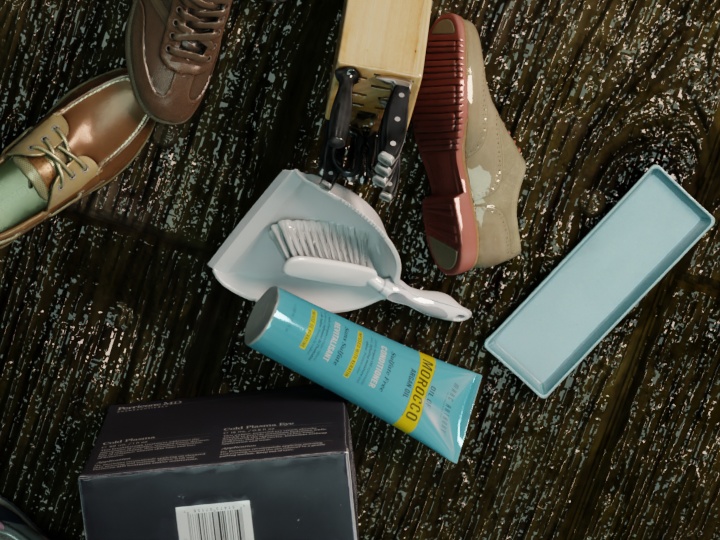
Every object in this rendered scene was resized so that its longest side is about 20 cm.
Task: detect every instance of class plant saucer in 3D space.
[{"bbox_3d":[0.190,0.008,1.384,0.070,0.019,0.200,42,99,-9],"label":"plant saucer"}]

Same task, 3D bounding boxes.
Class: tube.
[{"bbox_3d":[0.005,0.078,1.358,0.200,0.050,0.078,27,72,-21],"label":"tube"}]

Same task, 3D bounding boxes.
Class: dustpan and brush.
[{"bbox_3d":[0.000,0.000,1.346,0.200,0.057,0.140,12,139,-30],"label":"dustpan and brush"}]

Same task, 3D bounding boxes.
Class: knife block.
[{"bbox_3d":[0.015,-0.157,1.262,0.064,0.176,0.201,11,102,-4],"label":"knife block"}]

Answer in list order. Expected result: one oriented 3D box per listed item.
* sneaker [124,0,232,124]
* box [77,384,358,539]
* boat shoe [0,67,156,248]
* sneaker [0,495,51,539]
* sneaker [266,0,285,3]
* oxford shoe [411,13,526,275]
[{"bbox_3d":[-0.127,-0.207,1.283,0.070,0.076,0.201,7,95,-23],"label":"sneaker"},{"bbox_3d":[-0.102,0.168,1.329,0.199,0.182,0.104,-5,103,1],"label":"box"},{"bbox_3d":[-0.239,-0.076,1.325,0.200,0.074,0.076,-39,101,4],"label":"boat shoe"},{"bbox_3d":[-0.250,0.260,1.397,0.200,0.082,0.070,33,100,-8],"label":"sneaker"},{"bbox_3d":[-0.051,-0.301,1.290,0.086,0.075,0.201,20,94,2],"label":"sneaker"},{"bbox_3d":[0.088,-0.100,1.344,0.075,0.070,0.201,-8,103,-27],"label":"oxford shoe"}]
